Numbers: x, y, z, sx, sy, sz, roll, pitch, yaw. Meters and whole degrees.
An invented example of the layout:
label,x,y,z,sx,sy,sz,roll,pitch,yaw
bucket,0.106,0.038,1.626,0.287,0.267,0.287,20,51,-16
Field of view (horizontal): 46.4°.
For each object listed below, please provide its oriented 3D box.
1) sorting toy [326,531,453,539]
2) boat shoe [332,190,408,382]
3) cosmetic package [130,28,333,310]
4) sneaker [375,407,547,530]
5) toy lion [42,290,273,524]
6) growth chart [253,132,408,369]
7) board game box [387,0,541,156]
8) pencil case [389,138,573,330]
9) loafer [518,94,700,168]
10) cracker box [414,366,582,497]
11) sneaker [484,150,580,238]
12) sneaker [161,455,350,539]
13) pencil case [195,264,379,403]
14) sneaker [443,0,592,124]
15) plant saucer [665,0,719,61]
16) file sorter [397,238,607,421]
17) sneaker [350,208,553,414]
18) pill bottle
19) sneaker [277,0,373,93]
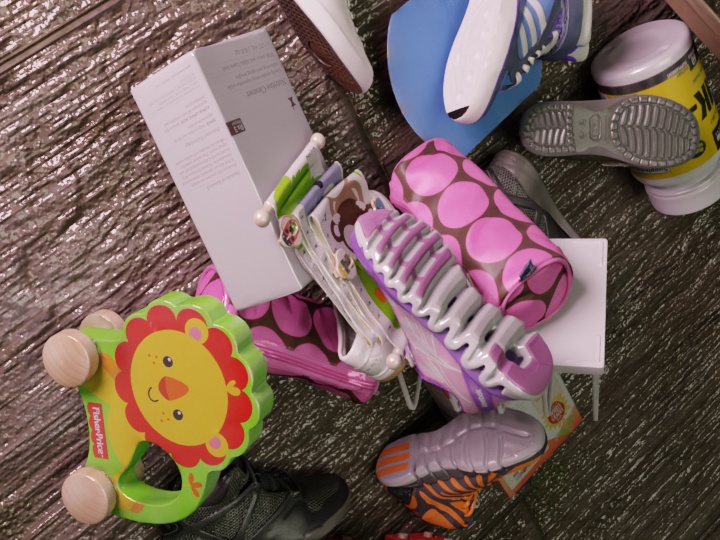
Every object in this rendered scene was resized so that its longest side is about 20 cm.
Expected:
label,x,y,z,sx,sy,sz,roll,pitch,yaw
sorting toy,0.061,0.327,0.879,0.197,0.198,0.071,8,82,-31
boat shoe,0.000,0.000,0.774,0.069,0.203,0.071,22,135,-35
cosmetic package,-0.090,-0.083,0.701,0.113,0.080,0.203,-41,107,-54
sneaker,0.123,0.217,0.910,0.112,0.197,0.078,51,36,-31
toy lion,-0.161,0.117,0.698,0.069,0.188,0.204,-37,129,-65
growth chart,-0.002,-0.018,0.706,0.201,0.018,0.146,50,41,-25
board game box,0.099,-0.218,0.856,0.200,0.039,0.159,-44,115,-21
pencil case,0.101,-0.036,0.769,0.093,0.201,0.091,-31,140,-9
loafer,0.263,-0.151,0.902,0.196,0.070,0.077,6,97,-2
cracker box,0.162,0.141,0.967,0.134,0.057,0.202,-40,119,-15
sneaker,0.179,-0.021,0.921,0.114,0.076,0.200,-47,117,-10
sneaker,-0.097,0.215,0.822,0.196,0.076,0.117,-7,112,-23
pencil case,-0.064,0.067,0.787,0.198,0.093,0.092,19,98,-33
sneaker,0.171,-0.219,0.828,0.145,0.080,0.204,20,79,-27
plant saucer,0.358,-0.292,0.919,0.198,0.202,0.029,29,123,-32
file sorter,0.139,0.061,0.823,0.125,0.196,0.141,68,29,-49
sneaker,0.058,0.041,0.682,0.200,0.089,0.080,46,46,5
pill bottle,0.352,-0.172,0.970,0.114,0.114,0.201,-41,119,-15
sneaker,-0.032,-0.256,0.747,0.085,0.073,0.201,-42,118,-12
